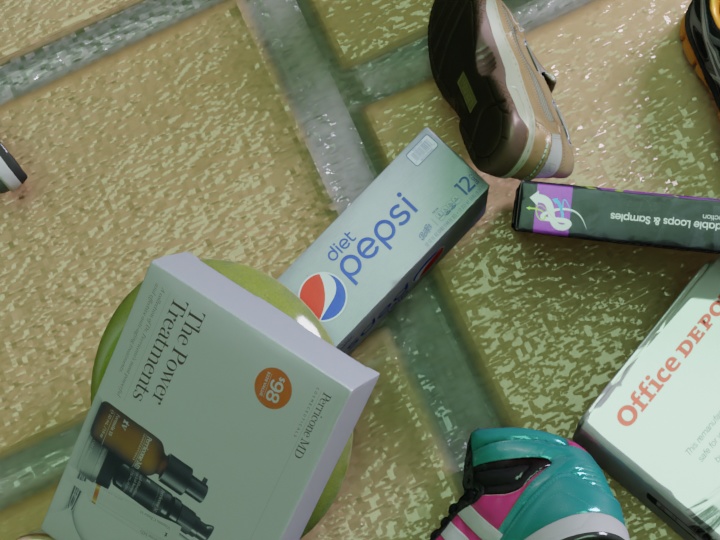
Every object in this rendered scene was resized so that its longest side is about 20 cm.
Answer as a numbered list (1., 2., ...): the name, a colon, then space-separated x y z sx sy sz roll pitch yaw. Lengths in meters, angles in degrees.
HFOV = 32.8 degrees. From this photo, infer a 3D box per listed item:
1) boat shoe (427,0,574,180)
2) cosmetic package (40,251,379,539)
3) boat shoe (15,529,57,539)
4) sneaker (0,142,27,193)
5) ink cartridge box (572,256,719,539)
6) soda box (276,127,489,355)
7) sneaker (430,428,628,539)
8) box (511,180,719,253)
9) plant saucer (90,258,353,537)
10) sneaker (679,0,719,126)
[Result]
1. boat shoe: 0.101 -0.134 0.860 0.075 0.072 0.202 12 46 -25
2. cosmetic package: -0.097 0.114 0.757 0.150 0.052 0.202 30 107 14
3. boat shoe: -0.151 0.235 0.792 0.198 0.069 0.074 28 79 11
4. sneaker: -0.345 -0.089 0.885 0.199 0.084 0.121 36 75 20
5. ink cartridge box: 0.257 0.114 0.784 0.200 0.084 0.146 41 82 14
6. soda box: 0.000 0.000 0.843 0.063 0.068 0.200 43 83 11
7. sneaker: 0.076 0.166 0.784 0.199 0.084 0.122 -31 33 24
8. box: 0.199 -0.032 0.797 0.197 0.143 0.037 8 93 6
9. plant saucer: -0.100 0.095 0.799 0.197 0.031 0.203 3 99 22
10. sneaker: 0.280 -0.127 0.835 0.077 0.077 0.202 -21 64 -7
